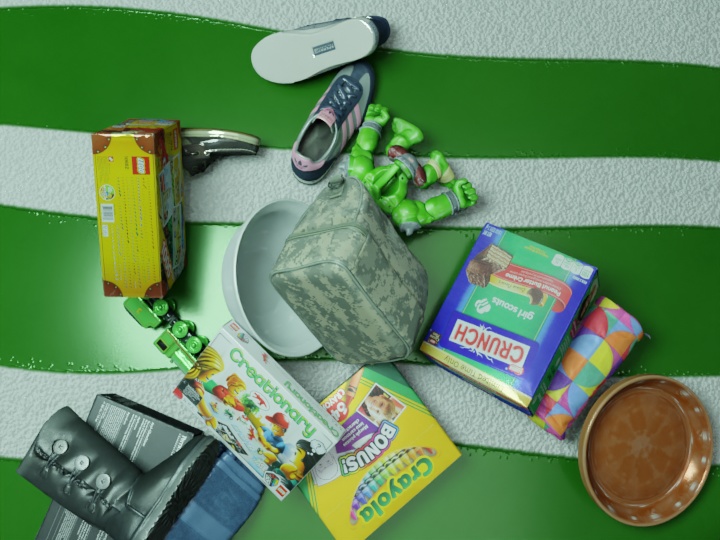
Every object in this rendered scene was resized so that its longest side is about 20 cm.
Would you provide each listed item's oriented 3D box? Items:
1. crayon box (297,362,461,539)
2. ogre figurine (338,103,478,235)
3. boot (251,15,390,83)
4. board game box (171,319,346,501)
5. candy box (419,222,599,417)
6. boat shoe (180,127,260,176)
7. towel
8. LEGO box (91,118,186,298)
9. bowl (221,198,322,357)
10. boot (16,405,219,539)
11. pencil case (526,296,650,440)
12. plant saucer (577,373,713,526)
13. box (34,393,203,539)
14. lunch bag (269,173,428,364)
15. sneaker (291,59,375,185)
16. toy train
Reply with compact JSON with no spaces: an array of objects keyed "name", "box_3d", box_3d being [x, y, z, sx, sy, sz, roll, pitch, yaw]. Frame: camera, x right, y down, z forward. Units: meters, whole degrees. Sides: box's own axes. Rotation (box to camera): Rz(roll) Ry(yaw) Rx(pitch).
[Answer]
[{"name":"crayon box","box_3d":[0.006,0.239,0.993,0.199,0.058,0.173,-38,85,-6]},{"name":"ogre figurine","box_3d":[0.054,-0.135,1.028,0.120,0.098,0.201,-41,97,-18]},{"name":"boot","box_3d":[-0.055,-0.321,1.068,0.196,0.090,0.074,-3,111,23]},{"name":"board game box","box_3d":[-0.129,0.176,0.928,0.200,0.035,0.127,43,114,4]},{"name":"candy box","box_3d":[0.198,0.063,0.984,0.167,0.077,0.202,25,82,29]},{"name":"boat shoe","box_3d":[-0.239,-0.165,1.039,0.196,0.072,0.068,2,92,-1]},{"name":"towel","box_3d":[-0.209,0.328,0.943,0.201,0.048,0.112,-54,130,-24]},{"name":"LEGO box","box_3d":[-0.278,-0.083,0.948,0.075,0.149,0.204,1,107,-1]},{"name":"bowl","box_3d":[-0.115,0.013,0.985,0.199,0.089,0.206,9,78,-46]},{"name":"boot","box_3d":[-0.295,0.228,0.905,0.198,0.066,0.166,27,64,19]},{"name":"pencil case","box_3d":[0.301,0.132,1.005,0.088,0.088,0.200,42,84,4]},{"name":"plant saucer","box_3d":[0.382,0.240,0.998,0.196,0.032,0.205,-1,93,-14]},{"name":"box","box_3d":[-0.312,0.282,0.968,0.139,0.079,0.203,21,82,3]},{"name":"lunch bag","box_3d":[0.000,0.000,0.945,0.201,0.137,0.169,51,46,-33]},{"name":"sneaker","box_3d":[-0.034,-0.218,1.042,0.069,0.082,0.203,25,82,3]},{"name":"toy train","box_3d":[-0.248,0.099,1.015,0.056,0.042,0.200,-43,85,3]}]
